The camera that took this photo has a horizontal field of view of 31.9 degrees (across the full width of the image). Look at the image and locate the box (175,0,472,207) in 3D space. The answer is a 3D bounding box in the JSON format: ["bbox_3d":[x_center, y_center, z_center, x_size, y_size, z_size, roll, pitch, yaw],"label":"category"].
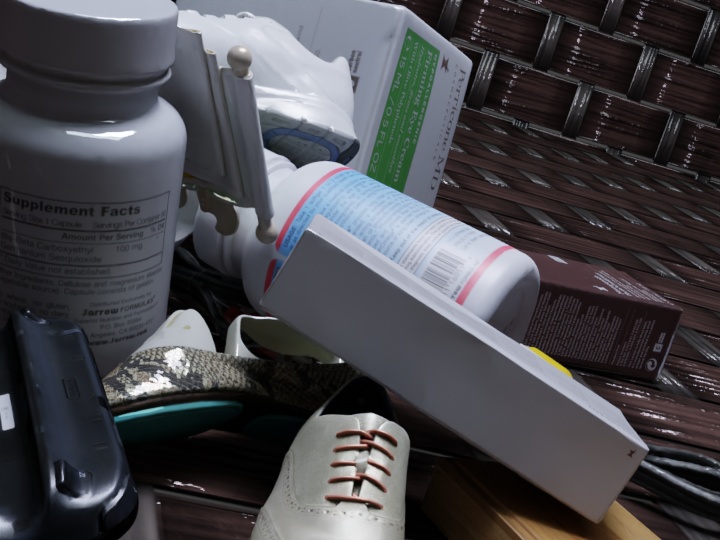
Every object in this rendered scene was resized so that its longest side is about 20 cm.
[{"bbox_3d":[-0.046,-0.114,1.017,0.199,0.200,0.171,16,2,23],"label":"box"}]

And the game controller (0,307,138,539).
[{"bbox_3d":[-0.158,0.071,0.539,0.104,0.042,0.200,-20,24,-11],"label":"game controller"}]

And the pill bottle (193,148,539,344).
[{"bbox_3d":[0.000,0.000,0.773,0.200,0.109,0.109,28,16,21],"label":"pill bottle"}]

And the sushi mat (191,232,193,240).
[{"bbox_3d":[-0.056,-0.005,0.978,0.095,0.012,0.200,11,4,-29],"label":"sushi mat"}]

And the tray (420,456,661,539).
[{"bbox_3d":[0.121,0.155,0.615,0.098,0.037,0.200,10,15,-30],"label":"tray"}]

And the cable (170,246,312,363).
[{"bbox_3d":[-0.099,0.026,0.876,0.199,0.051,0.097,12,26,31],"label":"cable"}]

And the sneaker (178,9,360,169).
[{"bbox_3d":[-0.090,-0.130,0.818,0.200,0.074,0.087,22,55,-27],"label":"sneaker"}]

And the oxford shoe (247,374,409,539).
[{"bbox_3d":[-0.011,0.103,0.564,0.071,0.074,0.200,16,14,-7],"label":"oxford shoe"}]

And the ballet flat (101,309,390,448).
[{"bbox_3d":[-0.067,0.058,0.664,0.200,0.068,0.076,9,60,-39],"label":"ballet flat"}]

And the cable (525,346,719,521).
[{"bbox_3d":[0.153,0.101,0.802,0.200,0.050,0.097,24,20,24],"label":"cable"}]

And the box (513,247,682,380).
[{"bbox_3d":[0.162,0.031,1.080,0.199,0.075,0.100,10,16,-26],"label":"box"}]

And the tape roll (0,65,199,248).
[{"bbox_3d":[-0.198,-0.083,0.843,0.202,0.071,0.203,28,42,-29],"label":"tape roll"}]

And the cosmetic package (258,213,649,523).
[{"bbox_3d":[0.046,0.048,0.648,0.200,0.051,0.083,33,5,-2],"label":"cosmetic package"}]

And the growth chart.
[{"bbox_3d":[-0.125,-0.103,0.734,0.200,0.145,0.018,31,51,27],"label":"growth chart"}]

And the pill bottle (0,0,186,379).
[{"bbox_3d":[-0.153,-0.048,0.673,0.114,0.201,0.114,9,23,-4],"label":"pill bottle"}]
